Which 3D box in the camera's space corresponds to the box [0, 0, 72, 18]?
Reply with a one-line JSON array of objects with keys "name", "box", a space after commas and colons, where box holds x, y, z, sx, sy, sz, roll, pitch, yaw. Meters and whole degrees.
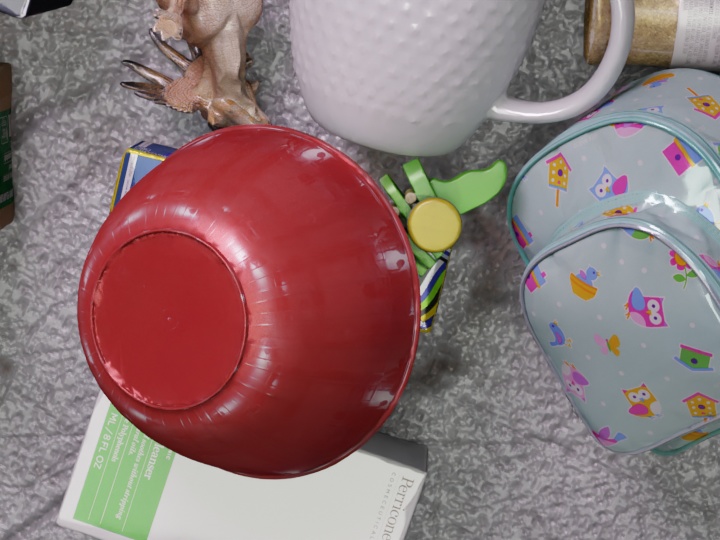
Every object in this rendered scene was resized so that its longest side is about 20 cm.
[{"name": "box", "box": [-0.252, -0.228, 1.300, 0.199, 0.148, 0.107, 20, 100, -1]}]

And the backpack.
[{"name": "backpack", "box": [0.177, -0.006, 1.304, 0.176, 0.153, 0.200, -30, 89, 47]}]

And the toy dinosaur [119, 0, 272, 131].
[{"name": "toy dinosaur", "box": [-0.099, -0.170, 1.340, 0.086, 0.136, 0.201, -6, 75, -17]}]

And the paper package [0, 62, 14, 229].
[{"name": "paper package", "box": [-0.303, -0.062, 1.305, 0.190, 0.200, 0.104, 2, 99, 3]}]

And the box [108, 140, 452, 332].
[{"name": "box", "box": [-0.047, -0.021, 1.364, 0.199, 0.070, 0.065, 14, 98, 0]}]

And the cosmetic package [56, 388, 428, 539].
[{"name": "cosmetic package", "box": [-0.068, 0.129, 1.384, 0.199, 0.085, 0.108, 18, 96, 1]}]

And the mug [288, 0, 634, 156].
[{"name": "mug", "box": [0.056, -0.153, 1.294, 0.199, 0.148, 0.176, 18, 111, 11]}]

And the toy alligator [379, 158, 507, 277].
[{"name": "toy alligator", "box": [0.000, 0.000, 1.299, 0.054, 0.059, 0.200, 43, 95, -3]}]

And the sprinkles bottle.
[{"name": "sprinkles bottle", "box": [0.230, -0.145, 1.330, 0.199, 0.068, 0.069, 4, 100, 2]}]

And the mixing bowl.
[{"name": "mixing bowl", "box": [-0.078, 0.021, 1.249, 0.199, 0.108, 0.201, 2, 94, 25]}]
